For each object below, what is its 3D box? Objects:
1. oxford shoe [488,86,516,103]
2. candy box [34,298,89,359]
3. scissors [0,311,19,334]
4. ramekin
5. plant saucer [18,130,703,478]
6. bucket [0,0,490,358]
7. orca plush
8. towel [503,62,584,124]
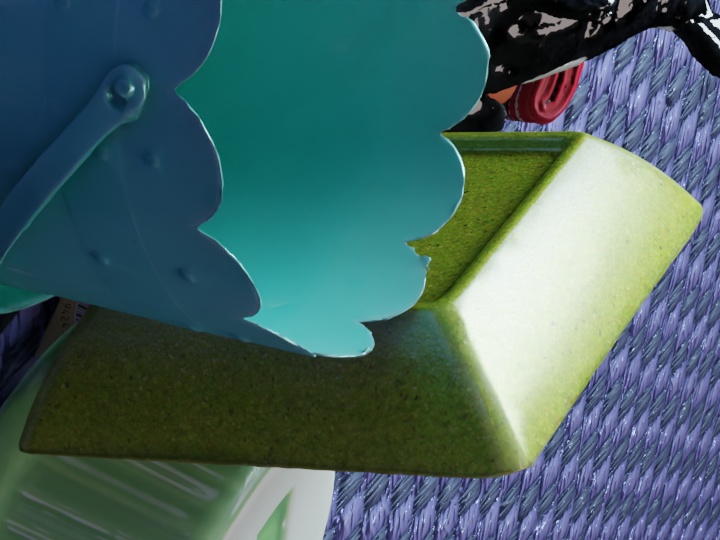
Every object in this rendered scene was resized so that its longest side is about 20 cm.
[{"bbox_3d":[0.011,-0.163,1.072,0.072,0.200,0.071,-11,172,-28],"label":"oxford shoe"},{"bbox_3d":[-0.061,-0.034,1.142,0.200,0.055,0.115,-65,159,1],"label":"candy box"},{"bbox_3d":[-0.104,-0.058,1.068,0.200,0.073,0.014,-41,-169,-3],"label":"scissors"},{"bbox_3d":[-0.090,0.122,1.008,0.200,0.098,0.200,-59,163,-29],"label":"ramekin"},{"bbox_3d":[0.000,0.000,0.926,0.200,0.200,0.048,-48,133,-52],"label":"plant saucer"},{"bbox_3d":[-0.056,-0.074,0.803,0.207,0.135,0.207,8,90,-65],"label":"bucket"},{"bbox_3d":[0.082,-0.097,1.025,0.200,0.071,0.105,9,99,-35],"label":"orca plush"},{"bbox_3d":[0.083,-0.143,1.233,0.200,0.022,0.145,-153,-100,-77],"label":"towel"}]
